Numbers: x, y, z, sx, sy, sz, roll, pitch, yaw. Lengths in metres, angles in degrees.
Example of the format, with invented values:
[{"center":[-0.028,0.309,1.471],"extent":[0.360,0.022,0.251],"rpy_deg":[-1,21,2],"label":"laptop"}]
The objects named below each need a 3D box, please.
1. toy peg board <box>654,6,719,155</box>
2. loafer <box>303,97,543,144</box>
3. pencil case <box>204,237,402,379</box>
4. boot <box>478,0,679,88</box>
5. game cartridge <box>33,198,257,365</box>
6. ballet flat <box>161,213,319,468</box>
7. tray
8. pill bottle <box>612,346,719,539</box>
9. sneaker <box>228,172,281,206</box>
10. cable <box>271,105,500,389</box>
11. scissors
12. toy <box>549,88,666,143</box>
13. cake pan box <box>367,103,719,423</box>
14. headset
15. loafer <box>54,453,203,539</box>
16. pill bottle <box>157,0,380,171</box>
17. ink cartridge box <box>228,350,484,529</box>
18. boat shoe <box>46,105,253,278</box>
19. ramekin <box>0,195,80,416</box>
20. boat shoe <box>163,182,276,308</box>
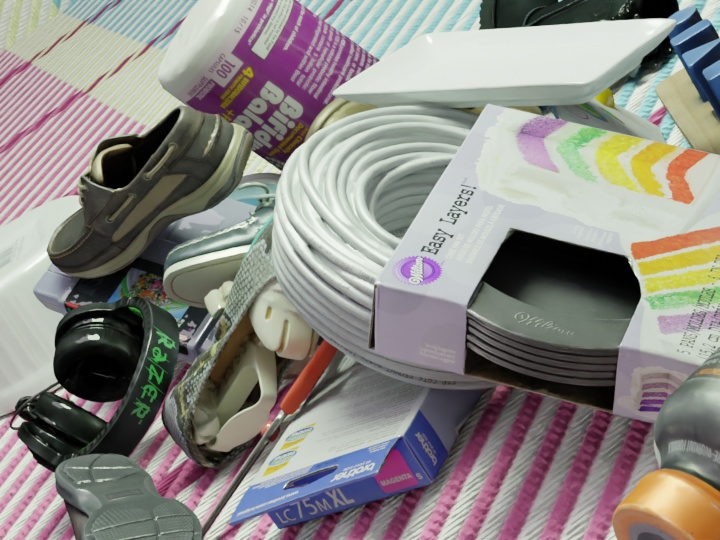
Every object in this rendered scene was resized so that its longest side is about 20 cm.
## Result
[{"center":[0.275,-0.168,1.336],"extent":[0.198,0.098,0.200],"rpy_deg":[-30,18,8],"label":"toy peg board"},{"center":[0.055,-0.082,1.413],"extent":[0.199,0.077,0.067],"rpy_deg":[-7,32,-30],"label":"loafer"},{"center":[0.000,0.000,1.379],"extent":[0.199,0.090,0.078],"rpy_deg":[-29,31,15],"label":"pencil case"},{"center":[0.168,-0.194,1.616],"extent":[0.162,0.073,0.199],"rpy_deg":[-24,27,31],"label":"boot"},{"center":[-0.133,-0.001,1.530],"extent":[0.199,0.038,0.130],"rpy_deg":[17,58,34],"label":"game cartridge"},{"center":[-0.058,0.047,1.319],"extent":[0.201,0.072,0.072],"rpy_deg":[-58,8,25],"label":"ballet flat"},{"center":[0.088,-0.123,1.300],"extent":[0.199,0.022,0.107],"rpy_deg":[2,26,41],"label":"tray"},{"center":[0.195,0.061,0.880],"extent":[0.200,0.107,0.106],"rpy_deg":[-41,20,-21],"label":"pill bottle"},{"center":[-0.128,0.010,1.590],"extent":[0.199,0.080,0.131],"rpy_deg":[-33,15,30],"label":"sneaker"},{"center":[0.048,-0.018,1.226],"extent":[0.199,0.070,0.200],"rpy_deg":[26,40,20],"label":"cable"},{"center":[-0.047,0.085,1.254],"extent":[0.200,0.014,0.073],"rpy_deg":[-54,1,-14],"label":"scissors"},{"center":[0.150,-0.075,1.322],"extent":[0.047,0.115,0.200],"rpy_deg":[-57,14,18],"label":"toy"},{"center":[0.119,-0.003,1.110],"extent":[0.183,0.053,0.200],"rpy_deg":[13,38,18],"label":"cake pan box"},{"center":[-0.176,0.090,1.433],"extent":[0.199,0.094,0.124],"rpy_deg":[-14,52,53],"label":"headset"},{"center":[-0.138,0.168,1.264],"extent":[0.071,0.063,0.200],"rpy_deg":[-6,16,-18],"label":"loafer"},{"center":[-0.043,-0.130,1.580],"extent":[0.112,0.199,0.112],"rpy_deg":[-50,17,21],"label":"pill bottle"},{"center":[0.012,0.084,1.229],"extent":[0.119,0.042,0.200],"rpy_deg":[-22,19,35],"label":"ink cartridge box"},{"center":[-0.161,-0.063,1.487],"extent":[0.199,0.073,0.075],"rpy_deg":[-32,32,34],"label":"boat shoe"},{"center":[-0.275,0.025,1.758],"extent":[0.200,0.098,0.201],"rpy_deg":[-29,19,11],"label":"ramekin"},{"center":[-0.042,-0.026,1.447],"extent":[0.199,0.075,0.062],"rpy_deg":[-15,63,-4],"label":"boat shoe"}]
